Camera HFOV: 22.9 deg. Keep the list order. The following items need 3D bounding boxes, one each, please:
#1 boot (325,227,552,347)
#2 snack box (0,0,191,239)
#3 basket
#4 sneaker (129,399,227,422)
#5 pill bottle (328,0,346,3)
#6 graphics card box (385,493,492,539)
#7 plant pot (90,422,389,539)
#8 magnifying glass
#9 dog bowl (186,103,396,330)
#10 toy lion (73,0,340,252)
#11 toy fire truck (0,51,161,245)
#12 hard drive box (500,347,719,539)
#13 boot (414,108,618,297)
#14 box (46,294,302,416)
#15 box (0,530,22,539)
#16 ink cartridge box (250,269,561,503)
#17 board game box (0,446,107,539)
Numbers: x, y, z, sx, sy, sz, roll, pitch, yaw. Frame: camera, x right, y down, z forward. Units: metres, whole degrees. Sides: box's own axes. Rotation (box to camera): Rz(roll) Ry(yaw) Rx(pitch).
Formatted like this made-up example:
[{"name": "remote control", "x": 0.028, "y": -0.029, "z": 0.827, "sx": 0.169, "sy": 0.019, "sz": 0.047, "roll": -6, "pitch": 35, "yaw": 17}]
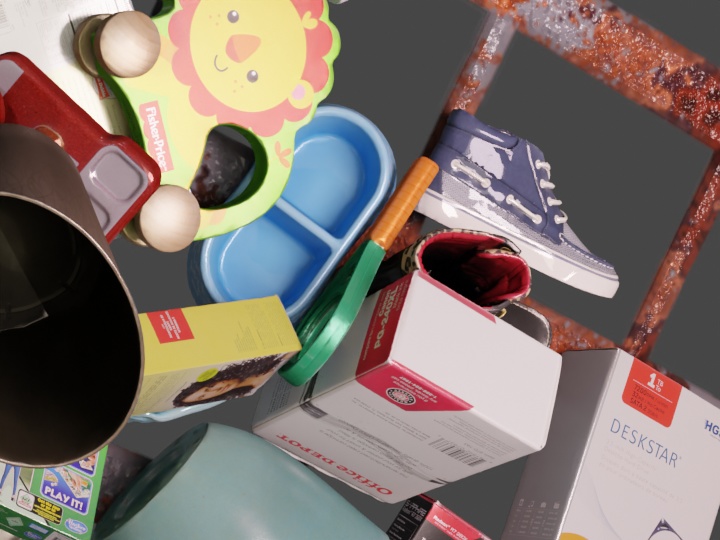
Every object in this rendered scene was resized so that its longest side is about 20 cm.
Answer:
[{"name": "boot", "x": 0.088, "y": 0.025, "z": 1.385, "sx": 0.198, "sy": 0.150, "sz": 0.074, "roll": 19, "pitch": 69, "yaw": -20}, {"name": "snack box", "x": -0.206, "y": -0.122, "z": 1.307, "sx": 0.115, "sy": 0.037, "sz": 0.202, "roll": -21, "pitch": 104, "yaw": -19}, {"name": "basket", "x": -0.215, "y": -0.003, "z": 1.090, "sx": 0.135, "sy": 0.200, "sz": 0.182, "roll": -25, "pitch": 117, "yaw": -2}, {"name": "sneaker", "x": -0.180, "y": 0.081, "z": 1.322, "sx": 0.198, "sy": 0.082, "sz": 0.075, "roll": -12, "pitch": 100, "yaw": -22}, {"name": "pill bottle", "x": 0.051, "y": -0.279, "z": 1.351, "sx": 0.199, "sy": 0.112, "sz": 0.113, "roll": -27, "pitch": 107, "yaw": -16}, {"name": "graphics card box", "x": 0.043, "y": 0.299, "z": 1.462, "sx": 0.125, "sy": 0.051, "sz": 0.201, "roll": 36, "pitch": 82, "yaw": -23}, {"name": "plant pot", "x": -0.103, "y": 0.212, "z": 1.319, "sx": 0.201, "sy": 0.200, "sz": 0.161, "roll": -45, "pitch": 99, "yaw": -11}, {"name": "magnifying glass", "x": 0.000, "y": 0.000, "z": 1.323, "sx": 0.022, "sy": 0.079, "sz": 0.201, "roll": 35, "pitch": 72, "yaw": -13}, {"name": "dog bowl", "x": -0.051, "y": -0.040, "z": 1.357, "sx": 0.111, "sy": 0.050, "sz": 0.201, "roll": 36, "pitch": 82, "yaw": -1}, {"name": "toy lion", "x": -0.100, "y": -0.131, "z": 1.296, "sx": 0.190, "sy": 0.068, "sz": 0.202, "roll": -16, "pitch": 101, "yaw": -24}, {"name": "toy fire truck", "x": -0.255, "y": -0.044, "z": 1.221, "sx": 0.168, "sy": 0.112, "sz": 0.200, "roll": 42, "pitch": 100, "yaw": -2}, {"name": "hard drive box", "x": 0.214, "y": 0.188, "z": 1.476, "sx": 0.155, "sy": 0.077, "sz": 0.202, "roll": 28, "pitch": 72, "yaw": -26}, {"name": "boot", "x": 0.141, "y": -0.052, "z": 1.440, "sx": 0.199, "sy": 0.073, "sz": 0.091, "roll": 24, "pitch": 93, "yaw": -23}, {"name": "box", "x": -0.139, "y": 0.063, "z": 1.238, "sx": 0.199, "sy": 0.075, "sz": 0.051, "roll": -7, "pitch": 63, "yaw": -43}, {"name": "box", "x": -0.339, "y": 0.176, "z": 1.265, "sx": 0.199, "sy": 0.095, "sz": 0.078, "roll": 31, "pitch": 85, "yaw": -25}, {"name": "ink cartridge box", "x": 0.032, "y": 0.094, "z": 1.346, "sx": 0.144, "sy": 0.199, "sz": 0.084, "roll": 30, "pitch": 58, "yaw": -23}, {"name": "board game box", "x": -0.259, "y": 0.093, "z": 1.183, "sx": 0.199, "sy": 0.029, "sz": 0.136, "roll": 30, "pitch": 43, "yaw": -26}]
